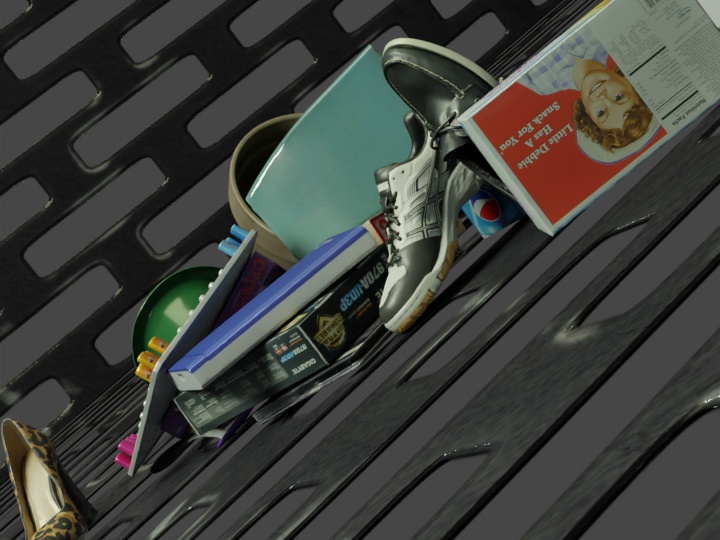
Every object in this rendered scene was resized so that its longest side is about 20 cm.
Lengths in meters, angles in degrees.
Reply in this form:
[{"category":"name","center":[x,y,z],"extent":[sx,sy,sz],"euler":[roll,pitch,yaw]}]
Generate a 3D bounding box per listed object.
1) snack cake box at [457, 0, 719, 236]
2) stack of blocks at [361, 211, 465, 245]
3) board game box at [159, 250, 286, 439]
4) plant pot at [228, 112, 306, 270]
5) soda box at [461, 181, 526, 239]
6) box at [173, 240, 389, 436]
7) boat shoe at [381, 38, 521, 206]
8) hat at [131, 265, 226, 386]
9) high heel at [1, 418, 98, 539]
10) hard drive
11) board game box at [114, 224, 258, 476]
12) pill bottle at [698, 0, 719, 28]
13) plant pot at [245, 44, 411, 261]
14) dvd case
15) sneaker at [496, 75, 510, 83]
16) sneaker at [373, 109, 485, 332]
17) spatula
[{"category":"snack cake box","center":[0.189,-0.135,1.236],"extent":[0.199,0.115,0.067],"euler":[-38,6,1]},{"category":"stack of blocks","center":[0.000,0.000,1.591],"extent":[0.200,0.059,0.115],"euler":[-38,-4,43]},{"category":"board game box","center":[-0.138,0.078,1.625],"extent":[0.201,0.032,0.120],"euler":[-62,-9,-2]},{"category":"plant pot","center":[-0.061,-0.051,1.815],"extent":[0.200,0.199,0.174],"euler":[-42,-20,-35]},{"category":"soda box","center":[0.169,-0.116,1.467],"extent":[0.200,0.064,0.068],"euler":[-43,8,-35]},{"category":"box","center":[-0.061,0.062,1.444],"extent":[0.199,0.046,0.159],"euler":[-32,8,42]},{"category":"boat shoe","center":[0.092,-0.111,1.299],"extent":[0.066,0.199,0.074],"euler":[-58,12,-30]},{"category":"hat","center":[-0.155,0.096,1.799],"extent":[0.175,0.199,0.167],"euler":[26,105,49]},{"category":"high heel","center":[-0.342,0.229,1.621],"extent":[0.071,0.143,0.200],"euler":[-37,6,6]},{"category":"hard drive","center":[-0.082,0.035,1.419],"extent":[0.200,0.025,0.132],"euler":[-39,6,-15]},{"category":"board game box","center":[-0.174,0.078,1.561],"extent":[0.201,0.026,0.201],"euler":[-58,-7,-39]},{"category":"pill bottle","center":[0.354,-0.304,1.506],"extent":[0.114,0.115,0.200],"euler":[-35,7,33]},{"category":"plant pot","center":[-0.013,-0.102,1.639],"extent":[0.200,0.141,0.141],"euler":[-43,-5,-1]},{"category":"dvd case","center":[0.001,0.057,1.426],"extent":[0.148,0.016,0.200],"euler":[-33,7,43]},{"category":"sneaker","center":[0.159,-0.147,1.578],"extent":[0.200,0.095,0.079],"euler":[-44,-2,-46]},{"category":"sneaker","center":[0.042,-0.047,1.349],"extent":[0.076,0.087,0.202],"euler":[-30,38,67]},{"category":"spatula","center":[-0.152,0.163,1.534],"extent":[0.199,0.021,0.057],"euler":[-30,11,45]}]
